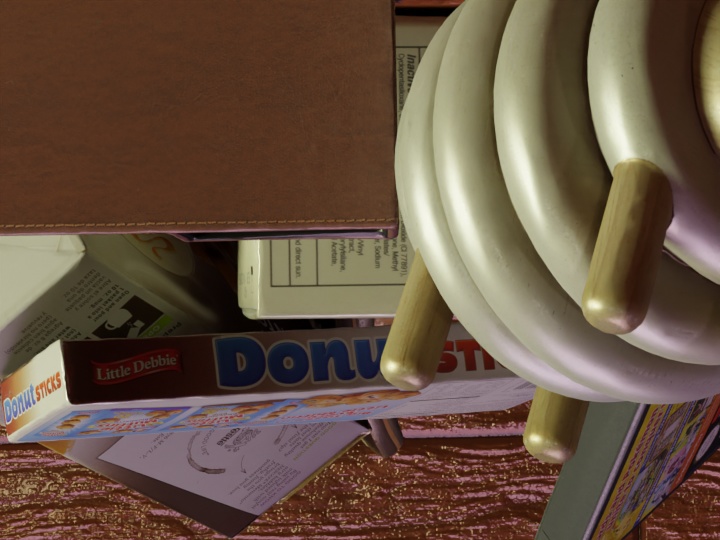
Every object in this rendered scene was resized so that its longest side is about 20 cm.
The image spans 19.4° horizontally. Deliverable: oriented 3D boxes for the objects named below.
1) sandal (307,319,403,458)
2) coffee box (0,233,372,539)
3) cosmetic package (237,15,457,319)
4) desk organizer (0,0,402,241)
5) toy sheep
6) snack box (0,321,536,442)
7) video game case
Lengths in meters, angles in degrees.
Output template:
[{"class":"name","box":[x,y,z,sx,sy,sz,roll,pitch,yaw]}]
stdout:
[{"class":"sandal","box":[0.000,0.000,0.893,0.054,0.201,0.080,-21,-143,-13]},{"class":"coffee box","box":[-0.095,0.015,0.814,0.080,0.115,0.200,-39,143,11]},{"class":"cosmetic package","box":[0.058,-0.035,0.734,0.199,0.106,0.071,1,180,-8]},{"class":"desk organizer","box":[-0.086,-0.048,0.620,0.199,0.078,0.072,-1,178,0]},{"class":"toy sheep","box":[0.069,-0.025,0.547,0.137,0.139,0.200,0,171,-34]},{"class":"snack box","box":[-0.020,0.038,0.735,0.199,0.024,0.072,-2,167,-26]},{"class":"video game case","box":[0.153,0.032,0.923,0.025,0.201,0.180,35,-135,21]}]
